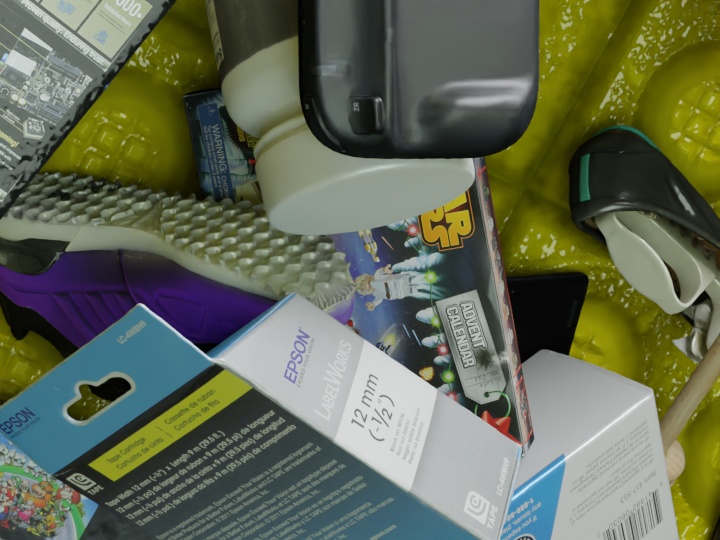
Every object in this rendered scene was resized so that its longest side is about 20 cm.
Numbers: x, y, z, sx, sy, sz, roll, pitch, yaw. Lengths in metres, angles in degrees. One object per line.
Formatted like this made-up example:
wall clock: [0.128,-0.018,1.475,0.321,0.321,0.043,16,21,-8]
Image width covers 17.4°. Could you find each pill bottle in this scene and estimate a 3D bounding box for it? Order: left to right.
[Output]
pill bottle: [-0.014,-0.125,1.054,0.113,0.113,0.201,-9,76,-13]

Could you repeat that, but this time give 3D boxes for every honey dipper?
honey dipper: [0.172,0.061,1.213,0.038,0.038,0.200,5,138,-18]

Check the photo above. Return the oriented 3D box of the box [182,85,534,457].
box: [0.000,0.000,1.139,0.136,0.040,0.201,-9,97,12]

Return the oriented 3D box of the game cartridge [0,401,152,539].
game cartridge: [-0.175,0.140,1.178,0.199,0.038,0.130,28,104,-13]

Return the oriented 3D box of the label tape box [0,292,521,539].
label tape box: [-0.049,0.077,1.065,0.200,0.066,0.143,37,137,-18]

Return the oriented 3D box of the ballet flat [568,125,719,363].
ballet flat: [0.178,0.008,1.228,0.200,0.069,0.068,38,137,-20]

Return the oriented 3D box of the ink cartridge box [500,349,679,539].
ink cartridge box: [0.092,0.167,1.217,0.146,0.086,0.201,-33,126,-30]

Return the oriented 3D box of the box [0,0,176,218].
box: [-0.204,-0.140,1.054,0.200,0.086,0.164,37,97,-23]

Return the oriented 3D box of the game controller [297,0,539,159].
game controller: [0.026,-0.147,0.972,0.104,0.042,0.201,-1,93,-24]

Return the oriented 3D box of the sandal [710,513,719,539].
sandal: [0.241,0.150,1.308,0.081,0.055,0.201,1,109,-16]

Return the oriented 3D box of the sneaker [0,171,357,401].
sneaker: [-0.091,0.019,1.116,0.199,0.070,0.100,14,116,27]

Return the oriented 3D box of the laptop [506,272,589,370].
laptop: [-0.004,0.074,1.234,0.200,0.116,0.188,-3,114,-46]
